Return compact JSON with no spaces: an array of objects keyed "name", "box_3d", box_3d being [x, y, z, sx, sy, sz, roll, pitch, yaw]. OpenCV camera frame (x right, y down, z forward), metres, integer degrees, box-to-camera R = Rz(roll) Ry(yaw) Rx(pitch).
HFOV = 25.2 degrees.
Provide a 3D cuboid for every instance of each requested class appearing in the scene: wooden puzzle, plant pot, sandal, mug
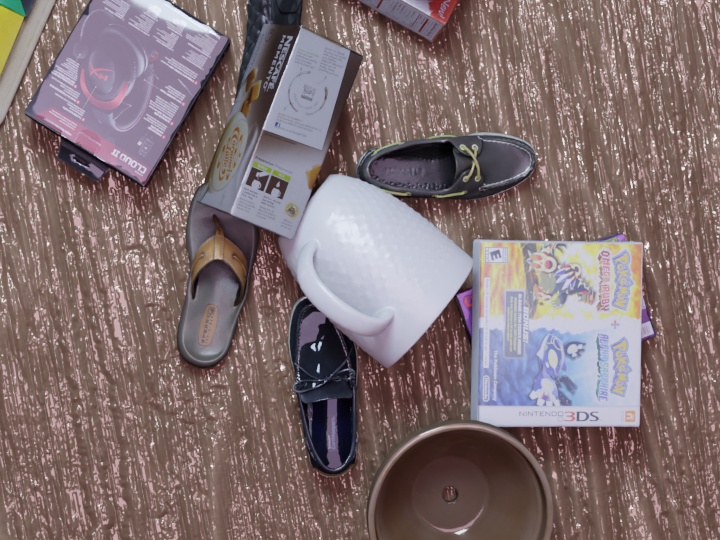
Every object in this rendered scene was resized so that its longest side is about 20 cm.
[{"name":"wooden puzzle","box_3d":[-0.412,-0.266,1.655,0.184,0.037,0.202,25,92,-35]},{"name":"plant pot","box_3d":[0.102,0.251,1.726,0.198,0.093,0.203,-1,100,-4]},{"name":"sandal","box_3d":[-0.157,0.005,1.717,0.081,0.055,0.202,12,90,-6]},{"name":"mug","box_3d":[0.000,0.000,1.663,0.175,0.200,0.148,40,119,-3]}]

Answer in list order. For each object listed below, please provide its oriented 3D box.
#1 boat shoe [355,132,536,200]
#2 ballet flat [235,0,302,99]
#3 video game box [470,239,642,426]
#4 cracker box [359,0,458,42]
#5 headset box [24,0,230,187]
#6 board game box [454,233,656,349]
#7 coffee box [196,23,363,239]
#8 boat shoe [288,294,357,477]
[{"name":"boat shoe","box_3d":[0.096,-0.110,1.733,0.199,0.061,0.073,-6,93,-5]},{"name":"ballet flat","box_3d":[-0.100,-0.233,1.725,0.066,0.057,0.202,7,97,-33]},{"name":"video game box","box_3d":[0.211,0.068,1.732,0.180,0.047,0.203,0,92,-8]},{"name":"cracker box","box_3d":[0.026,-0.352,1.704,0.199,0.058,0.135,28,73,-6]},{"name":"headset box","box_3d":[-0.248,-0.193,1.691,0.148,0.075,0.201,30,89,-5]},{"name":"board game box","box_3d":[0.213,0.048,1.767,0.198,0.032,0.121,-19,98,-5]},{"name":"coffee box","box_3d":[-0.084,-0.145,1.652,0.079,0.114,0.202,21,90,-26]},{"name":"boat shoe","box_3d":[-0.036,0.124,1.730,0.074,0.062,0.202,-6,91,-3]}]
